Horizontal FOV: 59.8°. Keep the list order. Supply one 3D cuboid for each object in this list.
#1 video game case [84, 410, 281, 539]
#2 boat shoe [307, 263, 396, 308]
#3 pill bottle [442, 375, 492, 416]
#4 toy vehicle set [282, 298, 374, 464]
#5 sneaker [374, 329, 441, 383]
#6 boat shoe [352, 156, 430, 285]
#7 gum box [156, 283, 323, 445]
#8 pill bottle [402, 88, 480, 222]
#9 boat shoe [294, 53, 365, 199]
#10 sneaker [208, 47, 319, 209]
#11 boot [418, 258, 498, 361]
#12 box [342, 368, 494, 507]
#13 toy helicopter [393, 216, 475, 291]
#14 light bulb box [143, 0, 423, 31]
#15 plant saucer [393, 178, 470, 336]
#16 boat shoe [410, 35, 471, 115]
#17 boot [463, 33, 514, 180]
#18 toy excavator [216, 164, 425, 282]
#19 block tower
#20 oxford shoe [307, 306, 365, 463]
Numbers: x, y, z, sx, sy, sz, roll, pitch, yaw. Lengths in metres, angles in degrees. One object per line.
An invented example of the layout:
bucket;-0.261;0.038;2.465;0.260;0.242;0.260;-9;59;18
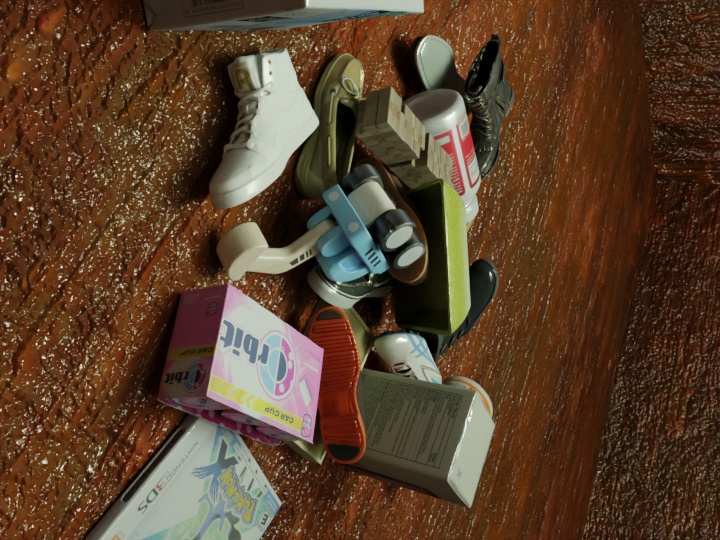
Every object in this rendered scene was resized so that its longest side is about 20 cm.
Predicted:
video game case;-0.175;0.268;0.674;0.183;0.022;0.201;-53;136;-39
boat shoe;0.000;0.000;0.845;0.064;0.071;0.200;-49;163;22
pill bottle;0.141;0.280;1.077;0.200;0.114;0.115;-38;125;-48
toy vehicle set;-0.050;0.141;0.842;0.124;0.026;0.201;57;49;-44
sneaker;0.077;0.152;0.951;0.200;0.071;0.073;53;28;-47
boat shoe;0.051;-0.066;0.858;0.070;0.070;0.201;35;32;-59
gum box;-0.116;0.111;0.678;0.200;0.066;0.114;44;44;-50
pill bottle;0.127;-0.171;0.990;0.112;0.112;0.201;-54;137;-37
boat shoe;-0.025;-0.185;0.799;0.073;0.063;0.202;40;62;-52
sneaker;-0.119;-0.160;0.659;0.116;0.073;0.201;67;33;-34
boot;0.157;0.076;1.084;0.200;0.065;0.166;-23;136;-52
box;0.069;0.230;0.880;0.128;0.199;0.109;-64;143;-28
toy helicopter;0.134;-0.010;1.046;0.201;0.079;0.132;-56;166;-13
light bulb box;-0.071;-0.299;0.589;0.200;0.197;0.126;-28;119;-51
plant saucer;0.100;-0.016;0.887;0.048;0.200;0.201;-3;90;-17
boat shoe;0.123;-0.313;1.015;0.076;0.060;0.200;-54;145;-1
boot;0.192;-0.255;1.015;0.174;0.069;0.201;17;91;-69
toy excavator;-0.042;-0.032;0.729;0.199;0.100;0.195;-35;154;3
block tower;0.064;-0.165;0.845;0.200;0.054;0.058;36;56;-52
oxford shoe;-0.030;0.140;0.807;0.073;0.071;0.202;-62;148;-79
